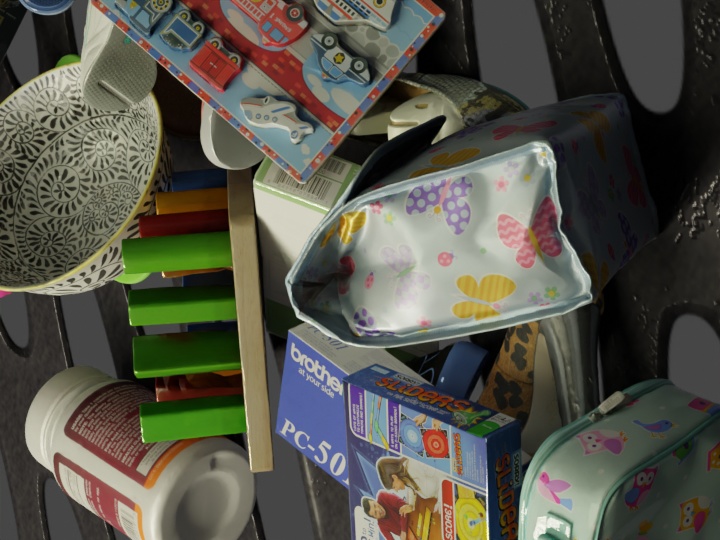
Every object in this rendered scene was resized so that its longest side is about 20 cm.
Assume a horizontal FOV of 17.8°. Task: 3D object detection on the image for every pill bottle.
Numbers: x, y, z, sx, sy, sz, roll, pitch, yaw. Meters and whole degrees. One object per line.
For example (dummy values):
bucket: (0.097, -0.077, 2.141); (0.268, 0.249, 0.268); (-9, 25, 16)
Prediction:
pill bottle: (-0.189, 0.161, 1.940); (0.199, 0.114, 0.115); (27, 128, 42)

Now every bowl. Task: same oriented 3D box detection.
bowl: (-0.216, -0.054, 1.792); (0.200, 0.201, 0.094); (30, 170, 40)

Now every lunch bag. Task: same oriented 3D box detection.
lunch bag: (0.163, 0.172, 1.456); (0.077, 0.160, 0.201); (29, 130, 39)
lunch bag: (0.063, -0.031, 1.415); (0.199, 0.169, 0.128); (-15, 99, 26)

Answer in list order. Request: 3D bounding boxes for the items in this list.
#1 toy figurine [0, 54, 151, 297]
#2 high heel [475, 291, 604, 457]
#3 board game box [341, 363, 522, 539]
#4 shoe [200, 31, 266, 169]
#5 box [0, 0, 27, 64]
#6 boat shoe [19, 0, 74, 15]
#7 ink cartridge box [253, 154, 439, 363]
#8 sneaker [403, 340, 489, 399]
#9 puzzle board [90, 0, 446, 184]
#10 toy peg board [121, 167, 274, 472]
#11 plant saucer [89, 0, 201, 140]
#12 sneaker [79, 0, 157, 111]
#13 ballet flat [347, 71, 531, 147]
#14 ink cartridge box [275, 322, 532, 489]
toy figurine: (-0.284, -0.059, 1.888); (0.150, 0.183, 0.202); (3, 110, 51)
high heel: (0.112, 0.057, 1.566); (0.200, 0.071, 0.144); (153, 115, -65)
board game box: (0.049, 0.175, 1.510); (0.135, 0.034, 0.202); (20, 122, 43)
shoe: (-0.080, -0.171, 1.616); (0.091, 0.071, 0.202); (15, 86, 52)
box: (-0.359, -0.138, 1.973); (0.051, 0.159, 0.200); (29, 144, -12)
boat shoe: (-0.242, -0.300, 1.786); (0.072, 0.072, 0.202); (-150, 69, -82)
ink cartridge box: (0.000, 0.000, 1.626); (0.144, 0.048, 0.201); (21, 152, 13)
sneaker: (0.027, 0.100, 1.642); (0.078, 0.070, 0.200); (31, 144, 1)
puzzle board: (-0.064, -0.178, 1.552); (0.200, 0.151, 0.017); (40, 179, 11)
toy peg board: (-0.121, 0.019, 1.708); (0.199, 0.097, 0.202); (-100, 6, -66)
plant saucer: (-0.138, -0.201, 1.752); (0.200, 0.036, 0.202); (27, 128, 41)
sneaker: (-0.168, -0.214, 1.698); (0.201, 0.070, 0.081); (-58, 37, 39)
ballet flat: (0.032, -0.101, 1.561); (0.200, 0.072, 0.073); (21, 124, 45)
ink cartridge box: (0.027, 0.120, 1.573); (0.200, 0.044, 0.095); (36, 133, 33)
